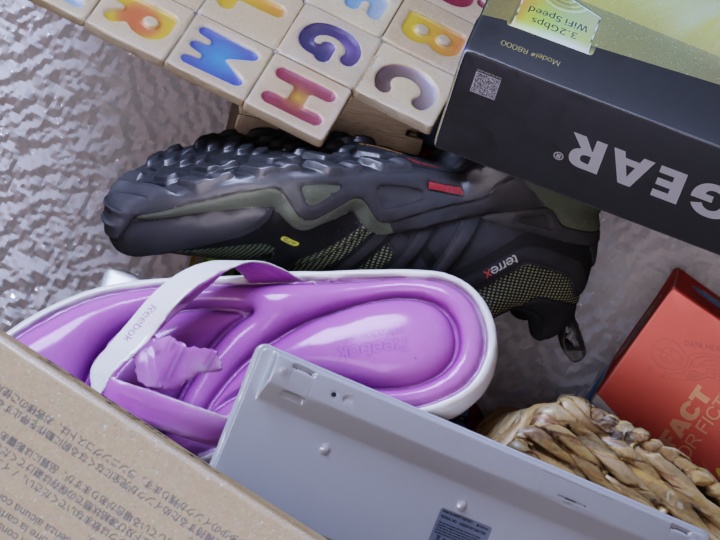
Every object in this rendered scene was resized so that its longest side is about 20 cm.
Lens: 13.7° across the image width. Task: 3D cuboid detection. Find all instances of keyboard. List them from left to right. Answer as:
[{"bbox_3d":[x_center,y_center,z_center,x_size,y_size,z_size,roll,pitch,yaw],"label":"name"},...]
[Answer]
[{"bbox_3d":[0.038,0.088,1.082,0.200,0.011,0.056,24,91,-23],"label":"keyboard"}]

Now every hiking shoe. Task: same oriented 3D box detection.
[{"bbox_3d":[0.000,0.000,1.142,0.199,0.076,0.101,0,104,-13],"label":"hiking shoe"}]

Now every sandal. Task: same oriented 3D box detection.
[{"bbox_3d":[-0.050,0.030,1.074,0.202,0.050,0.083,-13,68,-9],"label":"sandal"}]

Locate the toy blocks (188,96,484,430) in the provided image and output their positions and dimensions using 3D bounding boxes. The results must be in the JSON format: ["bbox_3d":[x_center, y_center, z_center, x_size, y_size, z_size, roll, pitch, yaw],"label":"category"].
[{"bbox_3d":[0.004,-0.006,1.222,0.136,0.100,0.201,12,102,-7],"label":"toy blocks"}]

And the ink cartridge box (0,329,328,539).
[{"bbox_3d":[-0.094,0.133,0.997,0.200,0.075,0.165,33,86,6],"label":"ink cartridge box"}]

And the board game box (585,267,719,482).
[{"bbox_3d":[0.168,0.119,1.240,0.200,0.040,0.153,34,103,0],"label":"board game box"}]

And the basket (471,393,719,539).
[{"bbox_3d":[0.092,0.154,1.205,0.143,0.149,0.200,-44,93,-19],"label":"basket"}]

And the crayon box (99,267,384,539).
[{"bbox_3d":[-0.060,0.109,1.093,0.125,0.052,0.200,13,63,5],"label":"crayon box"}]

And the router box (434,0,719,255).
[{"bbox_3d":[0.145,-0.077,1.146,0.200,0.157,0.052,21,134,3],"label":"router box"}]

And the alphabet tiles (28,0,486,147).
[{"bbox_3d":[-0.046,-0.128,1.169,0.200,0.167,0.006,27,134,2],"label":"alphabet tiles"}]
